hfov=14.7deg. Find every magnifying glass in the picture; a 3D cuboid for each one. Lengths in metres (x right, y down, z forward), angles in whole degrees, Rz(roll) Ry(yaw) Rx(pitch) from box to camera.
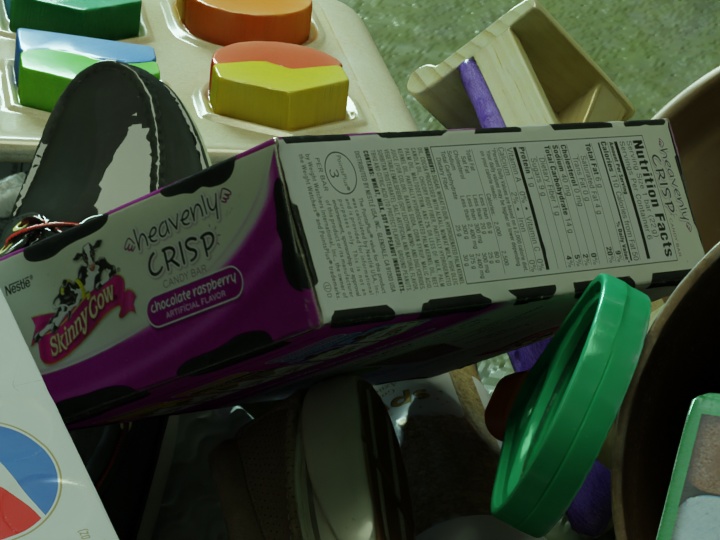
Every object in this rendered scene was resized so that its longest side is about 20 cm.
[{"bbox_3d":[0.060,0.043,0.887,0.022,0.080,0.200,25,-4,-3],"label":"magnifying glass"}]

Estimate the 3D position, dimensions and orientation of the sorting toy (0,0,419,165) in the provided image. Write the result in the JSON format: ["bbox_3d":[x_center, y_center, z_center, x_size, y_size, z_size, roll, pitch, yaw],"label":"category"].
[{"bbox_3d":[-0.074,-0.085,1.112,0.198,0.037,0.185,6,23,-14],"label":"sorting toy"}]

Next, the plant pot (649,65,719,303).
[{"bbox_3d":[0.183,0.012,1.100,0.093,0.201,0.201,38,-2,-40],"label":"plant pot"}]

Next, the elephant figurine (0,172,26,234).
[{"bbox_3d":[-0.240,0.011,1.047,0.155,0.200,0.142,34,61,-15],"label":"elephant figurine"}]

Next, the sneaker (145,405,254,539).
[{"bbox_3d":[-0.054,0.078,0.997,0.069,0.100,0.200,-39,58,1],"label":"sneaker"}]

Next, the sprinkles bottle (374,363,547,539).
[{"bbox_3d":[0.027,0.083,1.003,0.068,0.069,0.200,0,24,-9],"label":"sprinkles bottle"}]

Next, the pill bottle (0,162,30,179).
[{"bbox_3d":[-0.119,-0.034,1.190,0.198,0.112,0.112,7,24,6],"label":"pill bottle"}]

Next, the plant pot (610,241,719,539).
[{"bbox_3d":[0.179,0.079,0.886,0.185,0.188,0.200,8,-9,11],"label":"plant pot"}]

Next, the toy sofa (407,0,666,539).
[{"bbox_3d":[0.076,-0.001,1.074,0.097,0.083,0.201,-36,42,15],"label":"toy sofa"}]

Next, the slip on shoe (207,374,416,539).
[{"bbox_3d":[-0.010,0.124,0.857,0.060,0.076,0.201,-17,55,11],"label":"slip on shoe"}]

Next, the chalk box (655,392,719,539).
[{"bbox_3d":[0.122,0.115,0.634,0.123,0.201,0.125,10,46,12],"label":"chalk box"}]

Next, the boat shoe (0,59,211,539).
[{"bbox_3d":[-0.094,0.011,0.949,0.073,0.063,0.203,-3,60,19],"label":"boat shoe"}]

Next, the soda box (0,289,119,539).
[{"bbox_3d":[-0.123,0.062,0.826,0.068,0.064,0.200,-13,45,-19],"label":"soda box"}]

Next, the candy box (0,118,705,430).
[{"bbox_3d":[0.000,0.000,0.903,0.136,0.061,0.199,-21,-10,40],"label":"candy box"}]
